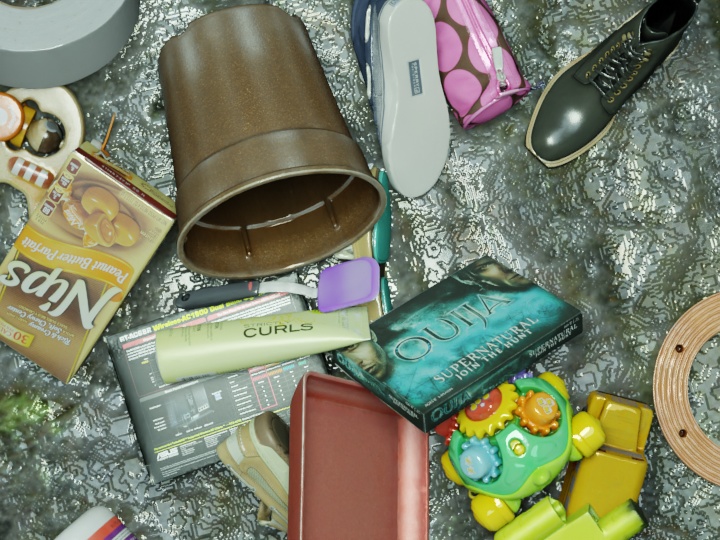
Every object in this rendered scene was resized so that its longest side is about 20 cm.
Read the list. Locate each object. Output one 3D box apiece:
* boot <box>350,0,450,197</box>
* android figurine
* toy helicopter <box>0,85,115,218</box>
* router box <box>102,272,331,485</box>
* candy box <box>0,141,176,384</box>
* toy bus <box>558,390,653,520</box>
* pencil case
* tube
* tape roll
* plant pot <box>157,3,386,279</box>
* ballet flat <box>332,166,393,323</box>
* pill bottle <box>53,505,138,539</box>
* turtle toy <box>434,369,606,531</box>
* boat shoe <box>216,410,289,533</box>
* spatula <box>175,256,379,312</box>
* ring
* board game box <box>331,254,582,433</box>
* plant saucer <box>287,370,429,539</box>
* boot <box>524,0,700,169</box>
[{"bbox_3d":[0.036,-0.178,1.525,0.072,0.090,0.201,-12,113,-25],"label":"boot"},{"bbox_3d":[0.195,0.302,1.432,0.199,0.041,0.183,-34,91,11],"label":"android figurine"},{"bbox_3d":[-0.301,-0.086,1.516,0.131,0.079,0.202,-4,97,-8],"label":"toy helicopter"},{"bbox_3d":[-0.130,0.104,1.498,0.199,0.062,0.151,-18,86,-2],"label":"router box"},{"bbox_3d":[-0.270,-0.007,1.473,0.115,0.055,0.201,34,105,-4],"label":"candy box"},{"bbox_3d":[0.225,0.221,1.477,0.065,0.078,0.201,14,100,0],"label":"toy bus"},{"bbox_3d":[0.096,-0.244,1.514,0.090,0.094,0.201,-28,86,-3],"label":"pencil case"},{"bbox_3d":[-0.089,0.063,1.440,0.198,0.052,0.058,-9,63,2],"label":"tube"},{"bbox_3d":[-0.313,-0.276,1.490,0.199,0.066,0.202,2,63,-4],"label":"tape roll"},{"bbox_3d":[-0.096,-0.125,1.448,0.199,0.201,0.199,-16,66,-2],"label":"plant pot"},{"bbox_3d":[0.000,0.000,1.509,0.063,0.069,0.202,-5,84,13],"label":"ballet flat"},{"bbox_3d":[-0.218,0.326,1.454,0.112,0.112,0.200,-44,87,-4],"label":"pill bottle"},{"bbox_3d":[0.126,0.137,1.453,0.146,0.200,0.101,-40,125,1],"label":"turtle toy"},{"bbox_3d":[-0.064,0.219,1.467,0.076,0.072,0.200,-29,114,13],"label":"boat shoe"},{"bbox_3d":[-0.079,0.018,1.456,0.198,0.021,0.057,-5,50,8],"label":"spatula"},{"bbox_3d":[0.385,0.117,1.527,0.199,0.019,0.202,0,85,-1],"label":"ring"},{"bbox_3d":[0.090,0.063,1.444,0.199,0.028,0.135,-30,42,-28],"label":"board game box"},{"bbox_3d":[-0.005,0.207,1.436,0.037,0.200,0.201,-9,73,35],"label":"plant saucer"},{"bbox_3d":[0.239,-0.191,1.489,0.077,0.138,0.200,40,87,2],"label":"boot"}]
